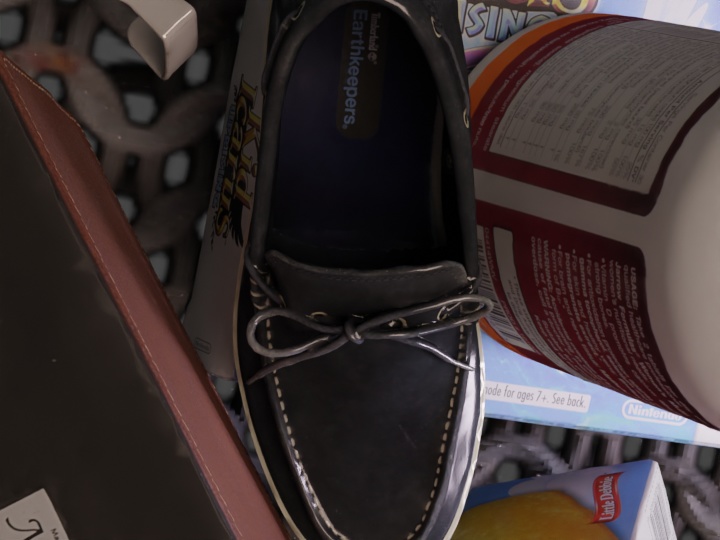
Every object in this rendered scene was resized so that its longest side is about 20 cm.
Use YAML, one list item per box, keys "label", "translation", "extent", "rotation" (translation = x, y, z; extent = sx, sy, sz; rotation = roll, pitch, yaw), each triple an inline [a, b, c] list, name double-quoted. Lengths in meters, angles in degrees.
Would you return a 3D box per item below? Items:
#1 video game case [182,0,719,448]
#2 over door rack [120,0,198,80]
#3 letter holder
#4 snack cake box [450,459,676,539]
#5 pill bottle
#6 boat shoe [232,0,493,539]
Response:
- label: "video game case"
  translation: [0.054, -0.045, 0.911]
  extent: [0.199, 0.045, 0.182]
  rotation: [8, 94, -29]
- label: "over door rack"
  translation: [-0.066, -0.178, 0.789]
  extent: [0.148, 0.067, 0.200]
  rotation: [-46, 101, -13]
- label: "letter holder"
  translation: [-0.086, 0.058, 0.794]
  extent: [0.100, 0.142, 0.201]
  rotation: [-28, 84, 3]
- label: "snack cake box"
  translation: [0.060, 0.153, 0.864]
  extent: [0.067, 0.200, 0.116]
  rotation: [-10, 108, 16]
- label: "pill bottle"
  translation: [0.108, -0.010, 0.804]
  extent: [0.109, 0.200, 0.110]
  rotation: [-5, 102, -26]
- label: "boat shoe"
  translation: [0.000, 0.000, 0.813]
  extent: [0.074, 0.062, 0.201]
  rotation: [1, 111, 1]
